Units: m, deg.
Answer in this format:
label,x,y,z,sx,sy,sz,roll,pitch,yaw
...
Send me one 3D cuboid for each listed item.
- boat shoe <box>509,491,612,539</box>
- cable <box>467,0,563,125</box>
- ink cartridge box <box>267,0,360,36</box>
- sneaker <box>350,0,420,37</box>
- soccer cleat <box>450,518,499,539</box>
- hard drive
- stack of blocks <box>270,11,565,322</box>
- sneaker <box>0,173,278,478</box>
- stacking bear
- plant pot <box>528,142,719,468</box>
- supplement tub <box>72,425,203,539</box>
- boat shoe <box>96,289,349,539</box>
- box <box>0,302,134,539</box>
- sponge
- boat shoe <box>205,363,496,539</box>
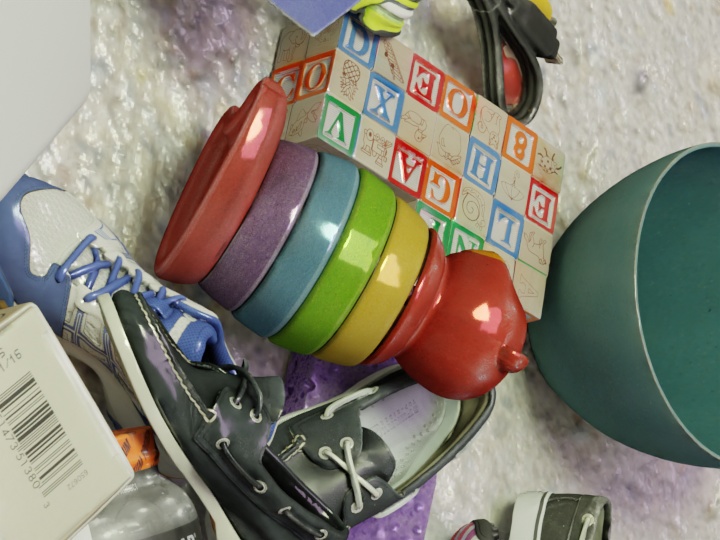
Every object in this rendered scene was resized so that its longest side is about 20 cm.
label,x,y,z,sx,sy,sz,roll,pitch,yaw
boat shoe,0.119,0.230,1.369,0.071,0.063,0.201,43,49,-63
cable,0.073,-0.159,1.399,0.200,0.050,0.098,42,65,-53
ink cartridge box,-0.036,-0.244,1.244,0.200,0.047,0.198,36,56,18
sneaker,-0.003,-0.237,1.318,0.201,0.081,0.074,60,20,9
soccer cleat,0.049,0.194,1.286,0.200,0.073,0.069,-85,165,-74
hard drive,-0.174,-0.105,1.096,0.200,0.027,0.133,-63,159,-60
stack of blocks,0.031,-0.056,1.358,0.200,0.058,0.116,31,60,-37
sneaker,-0.115,0.022,1.178,0.200,0.088,0.075,50,53,-24
stacking bear,0.000,0.000,1.231,0.199,0.121,0.114,28,75,-11
plant pot,0.186,0.031,1.440,0.199,0.134,0.201,12,73,-42
supplement tub,-0.127,0.183,1.106,0.122,0.122,0.201,-13,91,-45
boat shoe,-0.062,0.079,1.122,0.066,0.075,0.200,-28,116,0
box,-0.203,0.084,0.996,0.078,0.199,0.095,-43,112,-41
sponge,-0.007,0.124,1.305,0.111,0.030,0.201,31,62,-35
boat shoe,-0.003,0.101,1.250,0.200,0.060,0.076,-38,107,-41
